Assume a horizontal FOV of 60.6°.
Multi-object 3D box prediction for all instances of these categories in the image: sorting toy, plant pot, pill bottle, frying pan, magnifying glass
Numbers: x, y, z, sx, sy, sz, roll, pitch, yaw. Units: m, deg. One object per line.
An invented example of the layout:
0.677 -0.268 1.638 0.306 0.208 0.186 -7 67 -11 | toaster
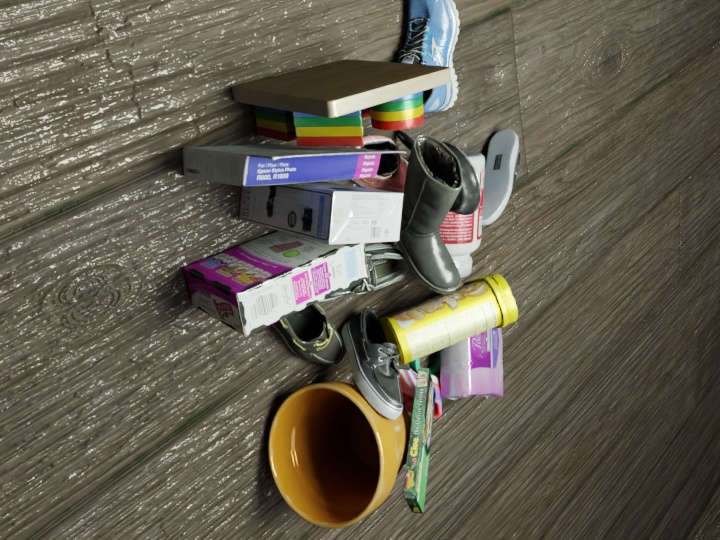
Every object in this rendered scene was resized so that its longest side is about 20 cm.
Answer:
-0.023 -0.210 0.779 0.199 0.198 0.070 -26 123 -35 | sorting toy
-0.009 0.267 0.952 0.183 0.199 0.201 5 99 -59 | plant pot
0.148 -0.094 1.031 0.112 0.112 0.201 -14 112 -40 | pill bottle
0.111 -0.162 0.912 0.031 0.190 0.115 -30 166 -22 | frying pan
0.171 0.146 1.187 0.199 0.022 0.080 -17 113 -40 | magnifying glass

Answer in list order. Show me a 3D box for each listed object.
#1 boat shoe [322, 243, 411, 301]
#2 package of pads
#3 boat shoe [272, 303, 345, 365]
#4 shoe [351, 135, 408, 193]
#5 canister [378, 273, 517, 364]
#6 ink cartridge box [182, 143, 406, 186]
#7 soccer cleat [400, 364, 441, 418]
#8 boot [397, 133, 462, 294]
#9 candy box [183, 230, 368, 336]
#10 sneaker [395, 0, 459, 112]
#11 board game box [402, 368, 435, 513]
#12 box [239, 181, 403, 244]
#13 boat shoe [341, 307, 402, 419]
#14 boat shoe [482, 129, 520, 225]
0.000 0.000 0.949 0.199 0.071 0.073 -22 117 -37 | boat shoe
0.206 0.138 1.147 0.120 0.075 0.201 9 78 -44 | package of pads
-0.079 0.086 0.908 0.072 0.060 0.201 -55 132 -16 | boat shoe
0.034 -0.153 0.922 0.199 0.091 0.072 14 93 -44 | shoe
0.134 0.081 1.008 0.199 0.149 0.087 -20 87 -12 | canister
-0.082 -0.128 0.746 0.196 0.199 0.044 -11 110 -40 | ink cartridge box
0.080 0.212 1.075 0.200 0.068 0.074 23 44 -47 | soccer cleat
0.112 -0.075 0.899 0.072 0.182 0.200 -32 167 -29 | boot
-0.108 0.003 0.805 0.199 0.136 0.061 -26 120 -35 | candy box
0.099 -0.337 0.938 0.089 0.078 0.201 -29 121 -37 | sneaker
0.096 0.269 0.978 0.105 0.023 0.201 74 22 -53 | board game box
-0.056 -0.080 0.785 0.116 0.199 0.061 -5 104 -40 | box
0.028 0.130 0.925 0.070 0.200 0.066 28 112 -29 | boat shoe
0.250 -0.159 1.118 0.066 0.070 0.201 46 52 -47 | boat shoe
